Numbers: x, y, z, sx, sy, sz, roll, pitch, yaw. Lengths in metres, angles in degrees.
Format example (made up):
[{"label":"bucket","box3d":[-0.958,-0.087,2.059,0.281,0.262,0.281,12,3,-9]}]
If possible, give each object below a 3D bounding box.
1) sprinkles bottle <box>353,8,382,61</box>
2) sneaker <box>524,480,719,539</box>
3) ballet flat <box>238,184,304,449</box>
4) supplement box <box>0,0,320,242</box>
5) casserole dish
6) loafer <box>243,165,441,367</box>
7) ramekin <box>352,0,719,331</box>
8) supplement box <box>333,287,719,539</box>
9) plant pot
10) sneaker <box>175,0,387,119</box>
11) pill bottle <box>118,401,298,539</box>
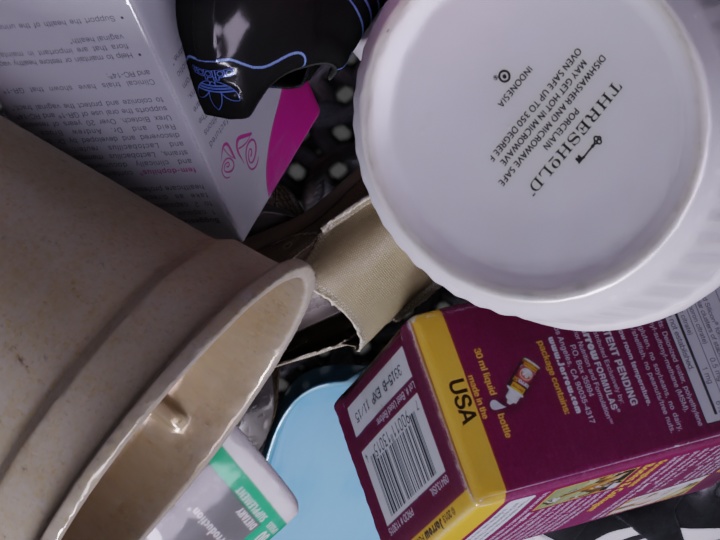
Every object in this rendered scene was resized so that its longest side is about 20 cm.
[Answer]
[{"label":"sprinkles bottle","box3d":[0.072,-0.073,1.217,0.068,0.068,0.200,-36,123,10]},{"label":"sneaker","box3d":[0.149,0.106,1.345,0.200,0.073,0.112,17,114,-42]},{"label":"ballet flat","box3d":[-0.071,0.036,1.271,0.067,0.046,0.201,8,124,-15]},{"label":"supplement box","box3d":[-0.109,-0.118,1.102,0.103,0.101,0.200,-2,129,30]},{"label":"casserole dish","box3d":[-0.006,0.126,1.341,0.121,0.039,0.201,4,120,-18]},{"label":"loafer","box3d":[0.000,0.000,1.185,0.200,0.068,0.076,-31,127,14]},{"label":"ramekin","box3d":[0.088,-0.069,1.067,0.202,0.094,0.203,3,97,22]},{"label":"supplement box","box3d":[0.107,0.069,1.234,0.199,0.104,0.131,-12,162,-24]},{"label":"plant pot","box3d":[-0.152,0.023,1.066,0.183,0.200,0.201,38,111,9]},{"label":"sneaker","box3d":[-0.021,-0.130,1.097,0.070,0.200,0.078,11,116,30]},{"label":"pill bottle","box3d":[-0.138,0.140,1.201,0.200,0.113,0.113,-40,124,-4]}]
